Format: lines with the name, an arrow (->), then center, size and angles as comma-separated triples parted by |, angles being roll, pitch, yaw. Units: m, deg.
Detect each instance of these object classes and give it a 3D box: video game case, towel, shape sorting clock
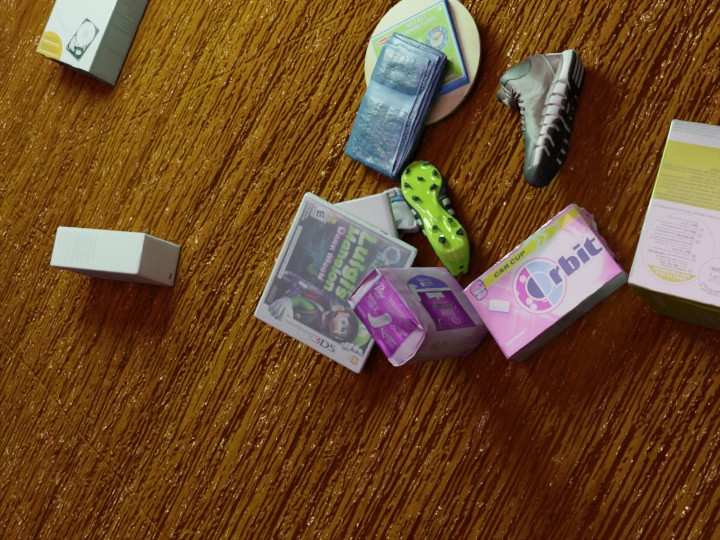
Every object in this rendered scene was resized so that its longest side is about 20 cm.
video game case -> -0.038, 0.019, 1.316 | 0.179, 0.023, 0.203 | 27, 105, 7
towel -> 0.050, -0.244, 1.368 | 0.111, 0.048, 0.203 | 29, 106, 27
shape sorting clock -> 0.093, -0.320, 1.393 | 0.197, 0.039, 0.205 | 0, 91, 31

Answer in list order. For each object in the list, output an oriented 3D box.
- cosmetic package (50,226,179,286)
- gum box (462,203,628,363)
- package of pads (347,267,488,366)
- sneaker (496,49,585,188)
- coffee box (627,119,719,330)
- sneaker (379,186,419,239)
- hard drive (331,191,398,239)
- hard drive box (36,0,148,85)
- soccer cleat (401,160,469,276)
cosmetic package -> -0.419, -0.024, 1.565 | 0.196, 0.101, 0.073 | 6, 81, 27
gum box -> 0.251, 0.016, 1.224 | 0.199, 0.066, 0.114 | -39, 66, 15
package of pads -> 0.083, 0.059, 1.224 | 0.076, 0.199, 0.121 | -48, 66, 24
sneaker -> 0.236, -0.214, 1.285 | 0.114, 0.076, 0.203 | 11, 74, 34
coffee box -> 0.443, -0.035, 1.059 | 0.197, 0.199, 0.202 | 15, 87, 28
sneaker -> 0.004, -0.031, 1.364 | 0.199, 0.075, 0.087 | -40, 72, 16
hard drive -> 0.000, 0.000, 1.329 | 0.129, 0.027, 0.204 | -11, 98, 15
hard drive box -> -0.496, -0.469, 1.713 | 0.154, 0.077, 0.203 | 22, 89, 29
soccer cleat -> 0.106, -0.077, 1.322 | 0.066, 0.082, 0.202 | -19, 49, -1
